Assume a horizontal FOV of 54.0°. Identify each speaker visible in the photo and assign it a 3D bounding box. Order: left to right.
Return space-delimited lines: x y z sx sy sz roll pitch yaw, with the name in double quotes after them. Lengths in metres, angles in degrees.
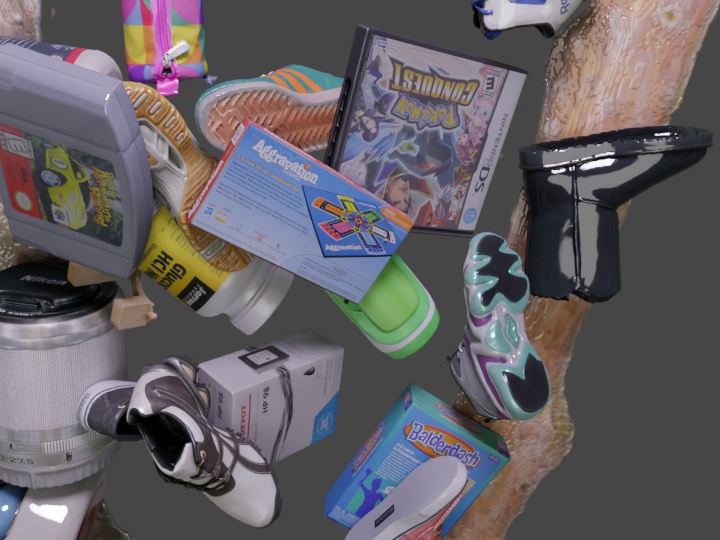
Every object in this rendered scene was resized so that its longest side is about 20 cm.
0.000 0.000 0.763 0.088 0.089 0.201 -36 108 13 "speaker"

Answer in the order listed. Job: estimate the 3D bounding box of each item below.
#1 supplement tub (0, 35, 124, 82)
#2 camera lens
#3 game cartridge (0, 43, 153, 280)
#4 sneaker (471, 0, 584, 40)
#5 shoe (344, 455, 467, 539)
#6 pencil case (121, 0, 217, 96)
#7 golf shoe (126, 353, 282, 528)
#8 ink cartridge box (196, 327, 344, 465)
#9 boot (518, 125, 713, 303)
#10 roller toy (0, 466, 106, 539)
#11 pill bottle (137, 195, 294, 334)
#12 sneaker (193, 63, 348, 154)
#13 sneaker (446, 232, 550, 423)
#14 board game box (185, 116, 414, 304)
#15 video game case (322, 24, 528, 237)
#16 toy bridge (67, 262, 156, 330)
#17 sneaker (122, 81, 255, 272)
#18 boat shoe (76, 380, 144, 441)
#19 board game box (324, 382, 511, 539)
-0.334 -0.147 0.667 0.195 0.141 0.143 7 112 -4 "supplement tub"
-0.332 0.103 0.756 0.156 0.161 0.204 5 112 -3 "camera lens"
-0.238 -0.078 0.585 0.130 0.041 0.202 15 137 2 "game cartridge"
0.129 -0.285 0.654 0.198 0.081 0.116 34 105 -15 "sneaker"
0.074 0.308 0.848 0.091 0.072 0.200 39 111 -16 "shoe"
-0.185 -0.271 0.653 0.086 0.089 0.204 -2 111 0 "pencil case"
-0.151 0.181 0.663 0.077 0.095 0.201 -32 103 19 "golf shoe"
-0.113 0.149 0.765 0.066 0.198 0.118 25 119 37 "ink cartridge box"
0.266 -0.057 0.747 0.195 0.077 0.172 -7 108 9 "boot"
-0.388 0.292 0.820 0.137 0.200 0.186 18 101 -9 "roller toy"
-0.169 -0.027 0.733 0.199 0.113 0.113 39 106 -15 "pill bottle"
-0.075 -0.150 0.659 0.197 0.080 0.073 -12 127 -41 "sneaker"
0.132 0.071 0.791 0.076 0.140 0.204 0 72 -21 "sneaker"
-0.049 -0.047 0.652 0.198 0.020 0.104 27 106 -35 "board game box"
0.060 -0.126 0.699 0.197 0.025 0.184 2 115 -33 "video game case"
-0.266 -0.003 0.727 0.199 0.067 0.028 35 117 31 "toy bridge"
-0.162 -0.088 0.647 0.075 0.087 0.202 -40 121 -14 "sneaker"
-0.205 0.149 0.764 0.065 0.199 0.071 20 92 31 "boat shoe"
0.069 0.260 0.888 0.151 0.045 0.201 32 108 -12 "board game box"
